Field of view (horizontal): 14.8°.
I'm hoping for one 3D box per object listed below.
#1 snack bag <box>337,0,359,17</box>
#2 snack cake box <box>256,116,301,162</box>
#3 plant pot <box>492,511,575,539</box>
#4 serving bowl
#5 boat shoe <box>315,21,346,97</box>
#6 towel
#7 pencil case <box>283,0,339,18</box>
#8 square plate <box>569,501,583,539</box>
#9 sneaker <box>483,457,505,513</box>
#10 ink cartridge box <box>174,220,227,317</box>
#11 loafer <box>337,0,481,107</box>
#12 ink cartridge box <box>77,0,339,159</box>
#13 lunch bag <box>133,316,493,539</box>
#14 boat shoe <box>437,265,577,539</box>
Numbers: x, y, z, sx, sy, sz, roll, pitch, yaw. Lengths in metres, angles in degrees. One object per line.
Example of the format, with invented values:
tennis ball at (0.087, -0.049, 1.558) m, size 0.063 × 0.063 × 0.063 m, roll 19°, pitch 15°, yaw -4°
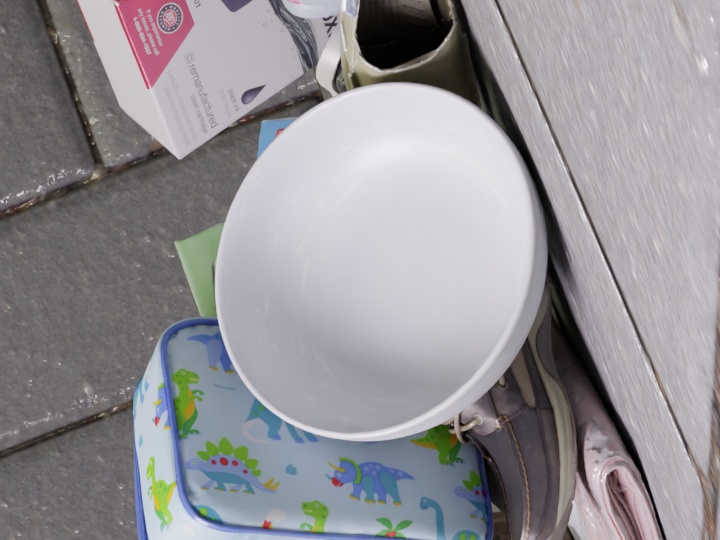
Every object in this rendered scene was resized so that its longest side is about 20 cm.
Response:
snack bag at (-0.018, -0.248, 1.452) m, size 0.189 × 0.021 × 0.202 m, roll -118°, pitch 25°, yaw -66°
snack cake box at (0.000, -0.019, 1.954) m, size 0.200 × 0.067 × 0.116 m, roll 36°, pitch -124°, yaw -53°
plant pot at (0.104, 0.260, 1.861) m, size 0.200 × 0.199 × 0.176 m, roll -119°, pitch 16°, yaw -79°
serving bowl at (0.020, 0.001, 1.522) m, size 0.066 × 0.199 × 0.201 m, roll 27°, pitch -144°, yaw -56°
boat shoe at (0.021, -0.128, 1.830) m, size 0.060 × 0.074 × 0.200 m, roll 31°, pitch 178°, yaw 10°
towel at (0.145, 0.141, 1.618) m, size 0.200 × 0.032 × 0.192 m, roll -116°, pitch 6°, yaw -63°
pencil case at (-0.034, -0.255, 1.705) m, size 0.091 × 0.082 × 0.201 m, roll -90°, pitch -16°, yaw -52°
square plate at (0.117, 0.083, 1.864) m, size 0.200 × 0.028 × 0.199 m, roll -117°, pitch 6°, yaw -75°
sneaker at (0.064, 0.087, 1.683) m, size 0.201 × 0.087 × 0.076 m, roll -102°, pitch -5°, yaw -55°
ink cartridge box at (0.000, 0.000, 1.669) m, size 0.059 × 0.199 × 0.104 m, roll 74°, pitch 175°, yaw -74°
loafer at (0.023, -0.125, 1.554) m, size 0.068 × 0.075 × 0.201 m, roll -103°, pitch -4°, yaw -53°
ink cartridge box at (-0.084, -0.197, 1.867) m, size 0.084 × 0.199 × 0.145 m, roll 40°, pitch 158°, yaw 42°
lunch bag at (-0.028, 0.107, 1.565) m, size 0.083 × 0.199 × 0.162 m, roll 121°, pitch 148°, yaw -45°
boat shoe at (0.073, 0.070, 1.557) m, size 0.075 × 0.073 × 0.201 m, roll 109°, pitch 157°, yaw -58°
